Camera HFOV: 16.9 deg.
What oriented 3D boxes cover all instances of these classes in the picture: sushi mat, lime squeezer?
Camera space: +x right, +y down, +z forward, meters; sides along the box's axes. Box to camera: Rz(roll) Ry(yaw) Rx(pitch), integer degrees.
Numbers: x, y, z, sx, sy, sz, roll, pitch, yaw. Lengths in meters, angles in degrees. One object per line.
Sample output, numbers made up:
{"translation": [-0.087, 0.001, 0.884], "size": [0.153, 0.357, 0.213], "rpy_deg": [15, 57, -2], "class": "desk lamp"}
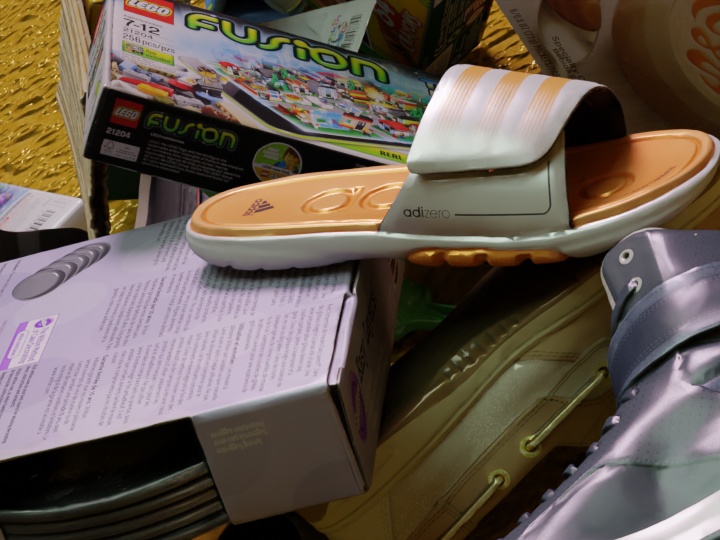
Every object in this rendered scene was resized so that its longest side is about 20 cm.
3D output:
{"translation": [-0.134, -0.084, 1.149], "size": [0.012, 0.096, 0.200], "rpy_deg": [-5, 28, -10], "class": "sushi mat"}
{"translation": [0.000, 0.000, 1.047], "size": [0.200, 0.071, 0.038], "rpy_deg": [26, 45, 29], "class": "lime squeezer"}

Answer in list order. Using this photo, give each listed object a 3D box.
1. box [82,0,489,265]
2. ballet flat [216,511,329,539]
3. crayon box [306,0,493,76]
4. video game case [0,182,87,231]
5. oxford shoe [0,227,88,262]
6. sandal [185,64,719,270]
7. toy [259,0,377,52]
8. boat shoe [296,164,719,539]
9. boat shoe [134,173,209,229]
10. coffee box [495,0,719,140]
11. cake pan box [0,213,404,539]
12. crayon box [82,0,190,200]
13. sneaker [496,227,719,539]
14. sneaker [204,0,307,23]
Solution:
{"translation": [-0.018, -0.061, 1.030], "size": [0.110, 0.199, 0.035], "rpy_deg": [-99, 27, -60], "class": "box"}
{"translation": [-0.056, 0.139, 0.907], "size": [0.067, 0.046, 0.200], "rpy_deg": [-7, 40, 45], "class": "ballet flat"}
{"translation": [-0.012, -0.183, 1.134], "size": [0.058, 0.173, 0.200], "rpy_deg": [-43, -9, -12], "class": "crayon box"}
{"translation": [-0.256, 0.027, 1.365], "size": [0.200, 0.024, 0.182], "rpy_deg": [-48, 28, -18], "class": "video game case"}
{"translation": [-0.209, 0.004, 1.179], "size": [0.071, 0.200, 0.072], "rpy_deg": [-4, 80, 29], "class": "oxford shoe"}
{"translation": [0.025, -0.040, 0.877], "size": [0.206, 0.059, 0.079], "rpy_deg": [-5, 25, 20], "class": "sandal"}
{"translation": [-0.034, -0.065, 1.187], "size": [0.200, 0.047, 0.115], "rpy_deg": [-4, 66, 70], "class": "toy"}
{"translation": [0.066, 0.038, 0.895], "size": [0.200, 0.066, 0.074], "rpy_deg": [-40, 17, 5], "class": "boat shoe"}
{"translation": [-0.077, -0.022, 1.122], "size": [0.063, 0.074, 0.202], "rpy_deg": [6, 60, 5], "class": "boat shoe"}
{"translation": [0.168, -0.112, 0.955], "size": [0.200, 0.114, 0.080], "rpy_deg": [-11, 36, 44], "class": "coffee box"}
{"translation": [-0.080, 0.039, 0.909], "size": [0.184, 0.052, 0.200], "rpy_deg": [-16, 23, 11], "class": "cake pan box"}
{"translation": [-0.119, -0.143, 1.226], "size": [0.051, 0.200, 0.127], "rpy_deg": [-3, 57, -9], "class": "crayon box"}
{"translation": [0.083, 0.068, 0.797], "size": [0.202, 0.077, 0.146], "rpy_deg": [-26, 38, 2], "class": "sneaker"}
{"translation": [-0.014, -0.197, 1.382], "size": [0.200, 0.076, 0.105], "rpy_deg": [-30, 39, 32], "class": "sneaker"}
